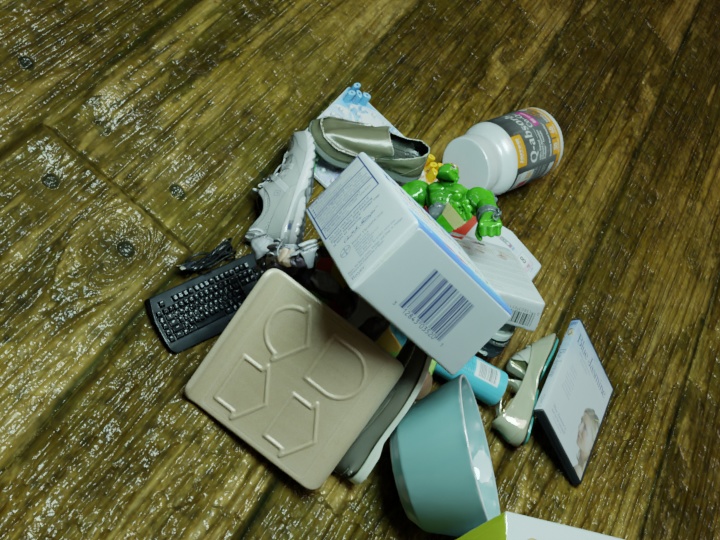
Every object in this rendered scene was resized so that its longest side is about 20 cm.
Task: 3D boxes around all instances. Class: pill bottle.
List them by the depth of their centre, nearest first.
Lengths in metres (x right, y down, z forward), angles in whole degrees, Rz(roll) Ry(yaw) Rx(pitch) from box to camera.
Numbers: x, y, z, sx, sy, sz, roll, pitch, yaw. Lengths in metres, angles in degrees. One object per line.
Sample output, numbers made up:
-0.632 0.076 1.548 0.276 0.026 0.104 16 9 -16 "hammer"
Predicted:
0.227 -0.186 1.643 0.198 0.116 0.117 -24 77 -43 "pill bottle"

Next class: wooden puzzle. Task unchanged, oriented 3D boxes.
-0.077 0.125 1.200 0.199 0.186 0.046 36 7 -4 "wooden puzzle"

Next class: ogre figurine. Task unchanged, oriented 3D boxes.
0.110 -0.091 1.450 0.120 0.197 0.100 -46 120 -59 "ogre figurine"

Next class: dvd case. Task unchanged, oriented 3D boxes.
0.314 0.188 1.496 0.144 0.017 0.201 59 41 -23 "dvd case"

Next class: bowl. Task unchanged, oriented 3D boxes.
0.100 0.238 1.255 0.201 0.103 0.205 -15 90 -79 "bowl"

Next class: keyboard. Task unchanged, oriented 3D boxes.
-0.177 0.018 1.273 0.199 0.040 0.105 -28 81 -44 "keyboard"

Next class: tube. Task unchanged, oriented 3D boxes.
0.110 0.118 1.412 0.198 0.051 0.078 31 20 -14 "tube"

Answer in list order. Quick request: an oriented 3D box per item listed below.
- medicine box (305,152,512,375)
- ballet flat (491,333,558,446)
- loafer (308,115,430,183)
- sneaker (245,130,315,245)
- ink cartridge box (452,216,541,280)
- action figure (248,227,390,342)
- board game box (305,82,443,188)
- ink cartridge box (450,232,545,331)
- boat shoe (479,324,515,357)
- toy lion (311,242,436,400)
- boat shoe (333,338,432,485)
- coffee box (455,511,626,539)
0.052 -0.011 1.179 0.182 0.103 0.201 40 10 -32 "medicine box"
0.231 0.157 1.468 0.069 0.069 0.201 36 48 -10 "ballet flat"
0.017 -0.186 1.482 0.197 0.070 0.076 11 55 -30 "loafer"
-0.106 -0.114 1.382 0.080 0.075 0.202 8 51 0 "sneaker"
0.165 -0.029 1.546 0.201 0.057 0.163 50 46 -5 "ink cartridge box"
-0.052 0.010 1.228 0.199 0.130 0.070 35 81 -7 "action figure"
0.016 -0.167 1.537 0.200 0.026 0.201 43 46 -4 "board game box"
0.158 0.004 1.455 0.157 0.048 0.201 15 20 -13 "ink cartridge box"
0.126 0.048 1.456 0.200 0.061 0.075 42 44 18 "boat shoe"
0.021 0.047 1.324 0.197 0.069 0.194 26 72 -8 "toy lion"
0.021 0.160 1.237 0.060 0.204 0.072 29 9 -7 "boat shoe"
0.188 0.418 1.170 0.195 0.200 0.203 18 52 -24 "coffee box"
